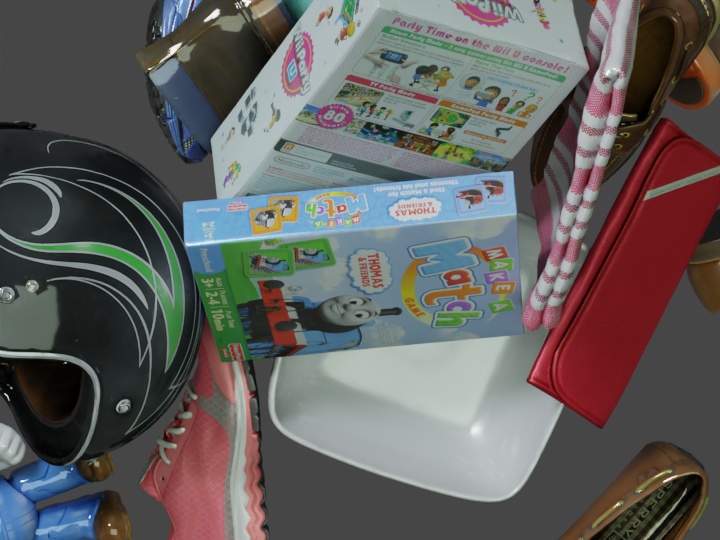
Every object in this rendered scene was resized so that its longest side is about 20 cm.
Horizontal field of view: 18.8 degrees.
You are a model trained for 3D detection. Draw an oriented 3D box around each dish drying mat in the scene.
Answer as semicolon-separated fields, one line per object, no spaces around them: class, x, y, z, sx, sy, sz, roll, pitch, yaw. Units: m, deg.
dish drying mat;0.183;0.002;1.454;0.077;0.018;0.200;32;81;-33

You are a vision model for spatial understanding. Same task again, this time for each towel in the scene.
towel;0.134;-0.079;1.327;0.030;0.146;0.200;13;127;0

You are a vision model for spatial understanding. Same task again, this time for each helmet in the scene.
helmet;-0.192;0.016;1.388;0.191;0.200;0.200;27;97;-24

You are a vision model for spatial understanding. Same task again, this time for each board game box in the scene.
board game box;0.000;0.000;1.357;0.200;0.151;0.037;-6;59;3
board game box;0.020;-0.098;1.310;0.147;0.064;0.200;13;139;-28

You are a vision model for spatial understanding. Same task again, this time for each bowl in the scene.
bowl;0.046;0.039;1.480;0.199;0.075;0.200;19;99;-10

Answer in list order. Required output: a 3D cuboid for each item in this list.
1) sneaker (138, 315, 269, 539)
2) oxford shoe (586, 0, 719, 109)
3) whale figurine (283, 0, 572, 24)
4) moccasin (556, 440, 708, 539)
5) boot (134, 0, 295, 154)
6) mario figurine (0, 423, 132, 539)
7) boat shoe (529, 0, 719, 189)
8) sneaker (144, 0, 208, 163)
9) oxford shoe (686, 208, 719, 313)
sneaker;-0.109;0.123;1.478;0.087;0.074;0.200;-5;102;-5
oxford shoe;0.190;-0.206;1.462;0.073;0.071;0.200;-41;102;-26
whale figurine;0.039;-0.179;1.366;0.200;0.104;0.159;15;96;30
moccasin;0.175;0.213;1.528;0.074;0.078;0.201;43;94;-13
boot;-0.072;-0.106;1.405;0.097;0.075;0.200;-30;138;-3
mario figurine;-0.254;0.181;1.452;0.200;0.106;0.124;-18;69;-11
boat shoe;0.164;-0.116;1.429;0.072;0.068;0.200;37;128;4
sneaker;-0.097;-0.167;1.423;0.078;0.075;0.200;4;103;-11
oxford shoe;0.322;-0.025;1.508;0.200;0.071;0.071;-19;109;8
